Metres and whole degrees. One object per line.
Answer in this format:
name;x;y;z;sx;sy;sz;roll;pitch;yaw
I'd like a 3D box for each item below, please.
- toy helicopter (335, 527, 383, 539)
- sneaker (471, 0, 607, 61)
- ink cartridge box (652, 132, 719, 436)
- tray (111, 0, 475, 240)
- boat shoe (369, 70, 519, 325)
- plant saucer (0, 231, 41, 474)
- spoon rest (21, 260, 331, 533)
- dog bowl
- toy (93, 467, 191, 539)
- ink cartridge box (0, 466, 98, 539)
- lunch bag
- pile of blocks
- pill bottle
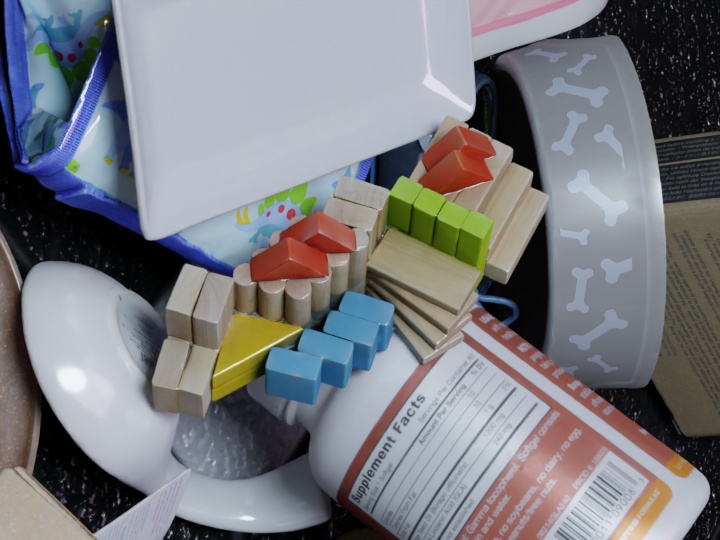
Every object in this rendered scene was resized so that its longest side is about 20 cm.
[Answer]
toy helicopter;0.051;0.181;0.916;0.079;0.199;0.133;22;89;-48
sneaker;0.068;-0.177;1.036;0.199;0.075;0.106;-24;113;-42
ink cartridge box;0.241;0.010;1.155;0.201;0.164;0.075;56;47;-33
tray;-0.026;-0.092;0.790;0.199;0.022;0.108;-23;116;-40
boat shoe;0.040;-0.010;1.006;0.084;0.068;0.202;-7;96;-48
plant saucer;-0.202;0.032;0.723;0.200;0.036;0.202;33;49;-49
spoon rest;-0.091;0.068;0.852;0.200;0.060;0.100;43;25;-42
dog bowl;0.109;-0.030;1.014;0.058;0.200;0.202;-5;94;-7
toy;-0.162;0.150;0.767;0.200;0.047;0.116;-36;159;-42
ink cartridge box;-0.150;0.193;0.687;0.200;0.075;0.165;-47;156;-15
lunch bag;-0.072;-0.103;0.836;0.170;0.127;0.202;28;59;-46
pile of blocks;0.000;0.000;0.795;0.199;0.082;0.062;-33;156;-20
pill bottle;0.050;0.082;0.855;0.112;0.199;0.112;-49;167;-16
